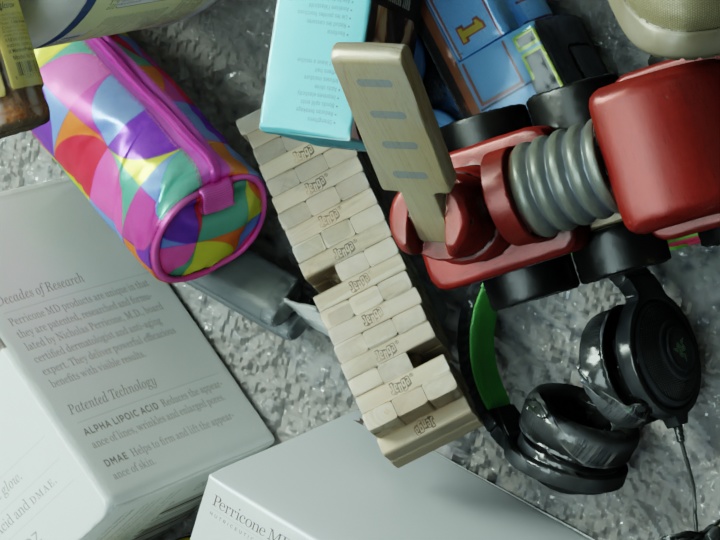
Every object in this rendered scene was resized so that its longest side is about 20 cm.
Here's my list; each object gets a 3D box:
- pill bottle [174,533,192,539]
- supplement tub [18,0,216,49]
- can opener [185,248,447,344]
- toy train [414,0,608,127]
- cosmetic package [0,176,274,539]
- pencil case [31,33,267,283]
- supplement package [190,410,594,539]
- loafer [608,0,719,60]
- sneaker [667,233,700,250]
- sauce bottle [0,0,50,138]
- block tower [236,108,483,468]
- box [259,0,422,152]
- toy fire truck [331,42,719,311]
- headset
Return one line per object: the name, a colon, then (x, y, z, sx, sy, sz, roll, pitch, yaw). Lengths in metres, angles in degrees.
pill bottle: (-0.126, 0.224, 1.436, 0.112, 0.200, 0.113, 7, 104, 31)
supplement tub: (-0.144, -0.196, 1.351, 0.145, 0.200, 0.145, 8, 105, 30)
can opener: (-0.041, 0.007, 1.432, 0.200, 0.053, 0.067, 24, 78, 24)
toy train: (0.051, -0.124, 1.320, 0.114, 0.087, 0.200, -29, 82, 24)
cosmetic package: (-0.194, 0.078, 1.466, 0.165, 0.165, 0.200, -43, 77, 30)
pencil case: (-0.136, -0.082, 1.421, 0.200, 0.088, 0.088, 48, 121, 27)
supplement package: (0.025, 0.180, 1.357, 0.200, 0.156, 0.111, 27, 114, 25)
loafer: (0.129, -0.174, 1.169, 0.200, 0.076, 0.067, -119, 27, -45)
sneaker: (0.179, -0.061, 1.264, 0.200, 0.077, 0.084, -19, 83, 25)
sauce bottle: (-0.206, -0.159, 1.242, 0.066, 0.066, 0.200, -15, 91, 34)
block tower: (0.000, 0.000, 1.359, 0.058, 0.054, 0.200, -27, 71, 5)
box: (0.000, -0.160, 1.251, 0.049, 0.082, 0.200, 8, 90, 19)
toy fire truck: (0.084, -0.055, 1.156, 0.176, 0.200, 0.129, -17, 88, 26)
headset: (0.121, 0.070, 1.310, 0.200, 0.094, 0.124, 50, 122, 20)
